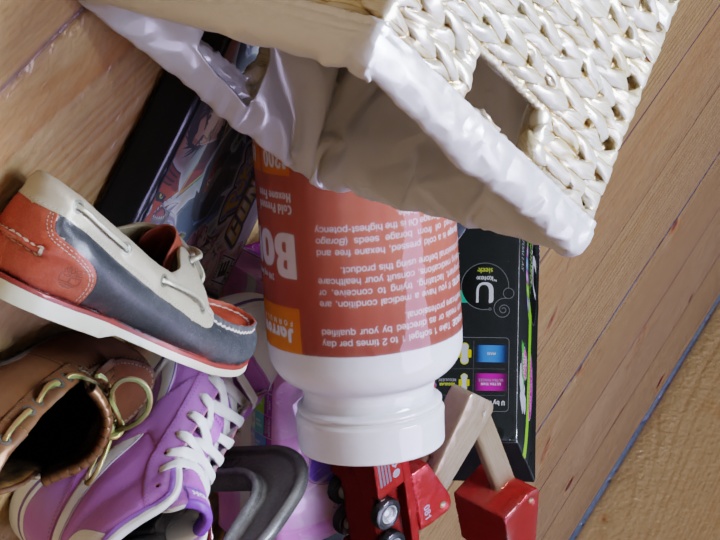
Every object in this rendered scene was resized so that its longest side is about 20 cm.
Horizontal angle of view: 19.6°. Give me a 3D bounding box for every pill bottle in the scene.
[{"bbox_3d":[0.000,0.000,1.158,0.112,0.111,0.202,-29,118,-63],"label":"pill bottle"}]

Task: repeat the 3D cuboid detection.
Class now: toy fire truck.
[{"bbox_3d":[0.045,0.120,1.319,0.141,0.049,0.202,-32,129,-33],"label":"toy fire truck"}]

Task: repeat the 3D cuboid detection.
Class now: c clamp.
[{"bbox_3d":[-0.112,0.155,1.171,0.171,0.199,0.027,-53,125,-34],"label":"c clamp"}]

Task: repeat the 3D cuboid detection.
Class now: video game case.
[{"bbox_3d":[-0.084,-0.062,1.164,0.201,0.025,0.181,-63,165,0],"label":"video game case"}]

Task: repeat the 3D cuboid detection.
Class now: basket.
[{"bbox_3d":[0.015,-0.132,0.964,0.198,0.199,0.162,36,75,-47],"label":"basket"}]

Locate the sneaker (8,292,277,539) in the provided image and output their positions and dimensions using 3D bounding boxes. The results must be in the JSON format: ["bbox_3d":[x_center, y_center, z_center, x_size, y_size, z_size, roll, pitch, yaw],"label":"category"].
[{"bbox_3d":[-0.091,0.101,1.160,0.201,0.114,0.073,-46,126,-17],"label":"sneaker"}]

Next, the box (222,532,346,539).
[{"bbox_3d":[-0.063,0.204,1.501,0.158,0.049,0.202,-111,-139,-71],"label":"box"}]

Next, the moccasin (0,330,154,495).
[{"bbox_3d":[-0.154,0.075,1.059,0.074,0.077,0.201,-65,165,8],"label":"moccasin"}]

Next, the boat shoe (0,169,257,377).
[{"bbox_3d":[-0.111,0.005,1.044,0.199,0.071,0.063,24,90,-54],"label":"boat shoe"}]

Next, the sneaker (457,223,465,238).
[{"bbox_3d":[0.024,-0.069,1.340,0.078,0.111,0.200,-59,164,-13],"label":"sneaker"}]

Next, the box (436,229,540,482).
[{"bbox_3d":[0.062,0.040,1.486,0.149,0.123,0.202,58,32,-72],"label":"box"}]

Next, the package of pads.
[{"bbox_3d":[-0.026,0.073,1.315,0.120,0.075,0.202,-20,123,-39],"label":"package of pads"}]

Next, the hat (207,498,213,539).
[{"bbox_3d":[-0.084,0.185,1.258,0.176,0.200,0.166,-44,-178,-8],"label":"hat"}]

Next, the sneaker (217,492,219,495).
[{"bbox_3d":[-0.047,0.074,1.414,0.084,0.076,0.201,-22,138,-61],"label":"sneaker"}]
